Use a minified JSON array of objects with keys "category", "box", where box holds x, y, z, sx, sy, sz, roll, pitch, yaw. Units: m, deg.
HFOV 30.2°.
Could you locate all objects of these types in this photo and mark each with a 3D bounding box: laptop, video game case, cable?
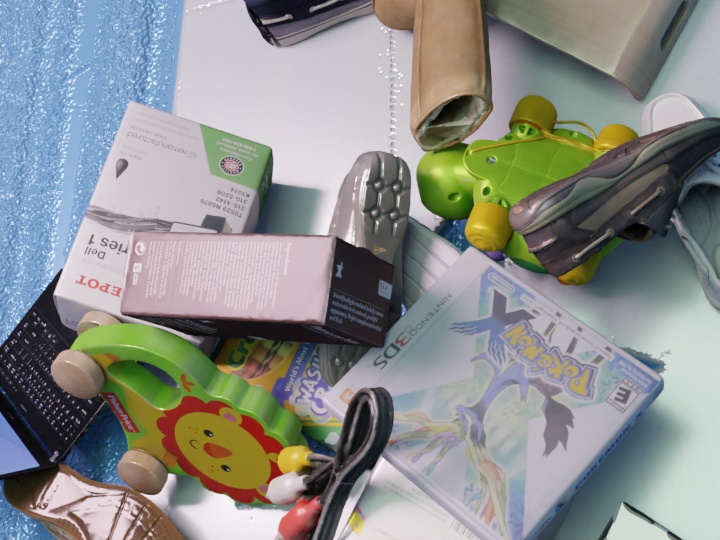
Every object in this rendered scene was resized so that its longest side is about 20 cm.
[{"category":"laptop","box":[-0.332,0.096,1.248,0.201,0.103,0.177,-52,48,0]},{"category":"video game case","box":[0.100,0.095,1.026,0.199,0.022,0.182,36,71,30]},{"category":"cable","box":[-0.028,0.159,1.018,0.050,0.200,0.098,7,61,-17]}]

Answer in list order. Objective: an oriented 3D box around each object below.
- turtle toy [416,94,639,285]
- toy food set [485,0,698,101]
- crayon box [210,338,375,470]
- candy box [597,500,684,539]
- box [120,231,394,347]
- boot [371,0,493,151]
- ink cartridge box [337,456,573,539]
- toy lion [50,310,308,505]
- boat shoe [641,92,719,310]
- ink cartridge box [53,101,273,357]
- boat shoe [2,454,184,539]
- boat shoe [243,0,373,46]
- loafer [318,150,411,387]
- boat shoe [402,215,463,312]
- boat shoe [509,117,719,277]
[{"category":"turtle toy","box":[0.140,-0.062,1.131,0.198,0.101,0.147,21,68,13]},{"category":"toy food set","box":[0.200,-0.258,1.204,0.199,0.060,0.145,30,86,18]},{"category":"crayon box","box":[-0.048,0.074,1.198,0.198,0.052,0.127,27,85,26]},{"category":"candy box","box":[0.241,0.301,1.006,0.199,0.071,0.169,31,87,25]},{"category":"box","box":[-0.083,0.015,1.068,0.198,0.100,0.076,0,77,30]},{"category":"boot","box":[0.057,-0.196,1.171,0.065,0.175,0.203,11,63,-19]},{"category":"ink cartridge box","box":[0.060,0.234,1.066,0.128,0.125,0.202,26,85,26]},{"category":"toy lion","box":[-0.143,0.126,1.150,0.189,0.201,0.069,-3,40,31]},{"category":"boat shoe","box":[0.283,-0.068,1.101,0.070,0.069,0.202,-23,67,13]},{"category":"ink cartridge box","box":[-0.177,-0.031,1.219,0.144,0.084,0.202,17,69,0]},{"category":"boat shoe","box":[-0.236,0.233,1.225,0.198,0.063,0.074,27,67,23]},{"category":"boat shoe","box":[-0.025,-0.287,1.273,0.198,0.093,0.075,-27,66,12]},{"category":"loafer","box":[0.000,0.000,1.130,0.069,0.070,0.203,14,88,-21]},{"category":"boat shoe","box":[0.060,-0.004,1.167,0.072,0.071,0.200,-50,58,15]},{"category":"boat shoe","box":[0.208,-0.056,1.043,0.198,0.074,0.074,-27,96,-15]}]
